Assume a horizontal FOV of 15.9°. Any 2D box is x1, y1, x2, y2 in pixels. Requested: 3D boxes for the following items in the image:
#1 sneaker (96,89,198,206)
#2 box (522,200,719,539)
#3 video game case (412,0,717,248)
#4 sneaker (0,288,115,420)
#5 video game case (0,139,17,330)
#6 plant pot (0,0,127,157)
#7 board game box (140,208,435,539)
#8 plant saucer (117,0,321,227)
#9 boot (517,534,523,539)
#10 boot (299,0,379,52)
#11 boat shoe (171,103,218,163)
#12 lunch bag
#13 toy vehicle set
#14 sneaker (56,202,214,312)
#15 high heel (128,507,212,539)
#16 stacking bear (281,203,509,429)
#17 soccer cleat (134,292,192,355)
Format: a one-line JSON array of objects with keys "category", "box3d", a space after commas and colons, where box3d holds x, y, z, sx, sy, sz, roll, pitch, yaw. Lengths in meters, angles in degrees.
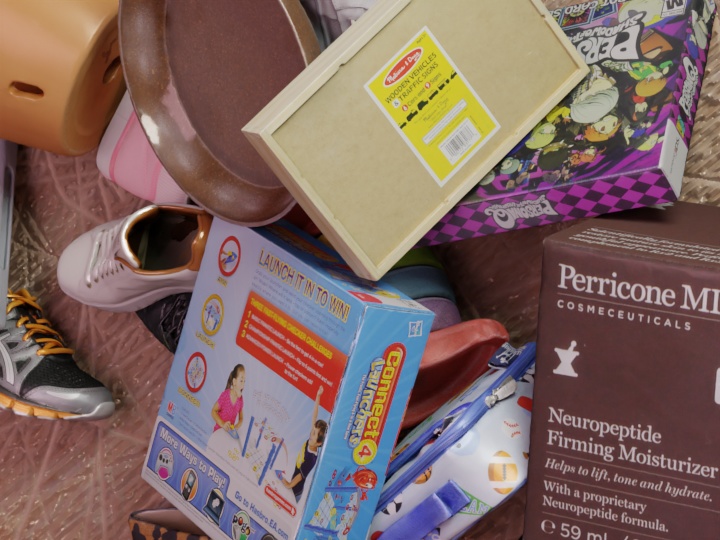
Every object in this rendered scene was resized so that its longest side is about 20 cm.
[{"category": "sneaker", "box3d": [-0.108, -0.129, 1.818, 0.105, 0.075, 0.200, 36, 114, 27]}, {"category": "box", "box3d": [0.211, 0.074, 1.589, 0.166, 0.164, 0.200, 10, 105, 28]}, {"category": "video game case", "box3d": [0.122, -0.101, 1.659, 0.200, 0.036, 0.181, -10, 43, 28]}, {"category": "sneaker", "box3d": [-0.260, 0.052, 1.904, 0.200, 0.078, 0.077, 29, 99, 25]}, {"category": "video game case", "box3d": [-0.344, -0.011, 1.932, 0.200, 0.022, 0.182, -18, 55, 27]}, {"category": "plant pot", "box3d": [-0.231, -0.171, 1.824, 0.140, 0.200, 0.200, 30, 105, 13]}, {"category": "board game box", "box3d": [-0.052, 0.083, 1.664, 0.200, 0.056, 0.196, 33, 109, 53]}, {"category": "plant saucer", "box3d": [-0.083, -0.128, 1.655, 0.200, 0.034, 0.201, 27, 128, 40]}, {"category": "boot", "box3d": [0.169, 0.247, 1.668, 0.174, 0.200, 0.069, 41, 83, -11]}, {"category": "boot", "box3d": [0.012, -0.181, 1.629, 0.095, 0.200, 0.074, 9, 53, 17]}, {"category": "boat shoe", "box3d": [-0.036, -0.133, 1.765, 0.200, 0.072, 0.068, -42, 85, -4]}, {"category": "lunch bag", "box3d": [0.056, 0.135, 1.674, 0.076, 0.160, 0.200, 47, 127, 3]}, {"category": "toy vehicle set", "box3d": [0.037, -0.105, 1.589, 0.200, 0.124, 0.027, -44, 24, -15]}, {"category": "sneaker", "box3d": [-0.156, -0.019, 1.799, 0.200, 0.085, 0.073, -7, 65, 42]}, {"category": "high heel", "box3d": [-0.082, 0.161, 1.811, 0.142, 0.071, 0.200, 37, 116, 16]}, {"category": "stacking bear", "box3d": [0.000, 0.000, 1.749, 0.114, 0.121, 0.200, 106, 142, -60]}, {"category": "soccer cleat", "box3d": [-0.100, 0.053, 1.814, 0.200, 0.081, 0.068, 40, 108, 23]}]
